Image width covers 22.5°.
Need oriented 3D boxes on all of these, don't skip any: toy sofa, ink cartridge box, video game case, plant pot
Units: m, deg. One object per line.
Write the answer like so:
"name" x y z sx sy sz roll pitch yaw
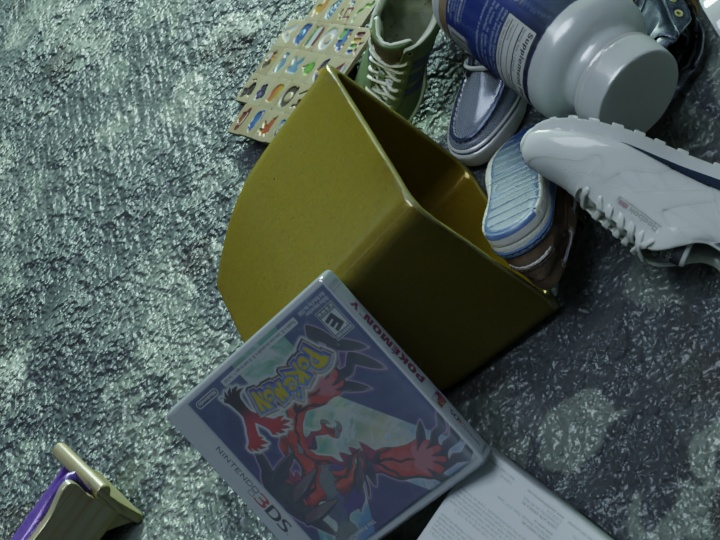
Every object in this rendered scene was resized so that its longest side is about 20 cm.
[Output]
"toy sofa" -0.293 0.252 1.572 0.201 0.097 0.083 -54 44 -3
"ink cartridge box" 0.091 0.248 1.309 0.162 0.057 0.201 35 94 46
"video game case" -0.028 0.123 1.370 0.200 0.182 0.023 -41 3 33
"plant pot" 0.000 0.000 1.453 0.200 0.195 0.195 -45 43 15

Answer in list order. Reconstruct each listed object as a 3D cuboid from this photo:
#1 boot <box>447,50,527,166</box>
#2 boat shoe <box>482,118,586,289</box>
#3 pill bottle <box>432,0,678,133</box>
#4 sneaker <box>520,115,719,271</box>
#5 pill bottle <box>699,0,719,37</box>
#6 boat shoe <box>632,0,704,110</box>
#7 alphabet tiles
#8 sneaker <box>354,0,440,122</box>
"boot" 0.109 -0.196 1.559 0.072 0.090 0.202 6 66 41
"boat shoe" 0.142 -0.053 1.443 0.072 0.073 0.201 -21 24 28
"pill bottle" 0.154 -0.186 1.424 0.111 0.111 0.200 -47 52 2
"sneaker" 0.207 -0.052 1.348 0.198 0.076 0.081 20 80 12
"pill bottle" 0.363 -0.221 1.357 0.199 0.114 0.115 -33 46 16
"boat shoe" 0.250 -0.221 1.484 0.090 0.071 0.202 16 80 43
"alphabet tiles" -0.054 -0.191 1.704 0.167 0.006 0.200 -56 26 -6
"sneaker" 0.028 -0.194 1.569 0.067 0.090 0.202 32 113 15
